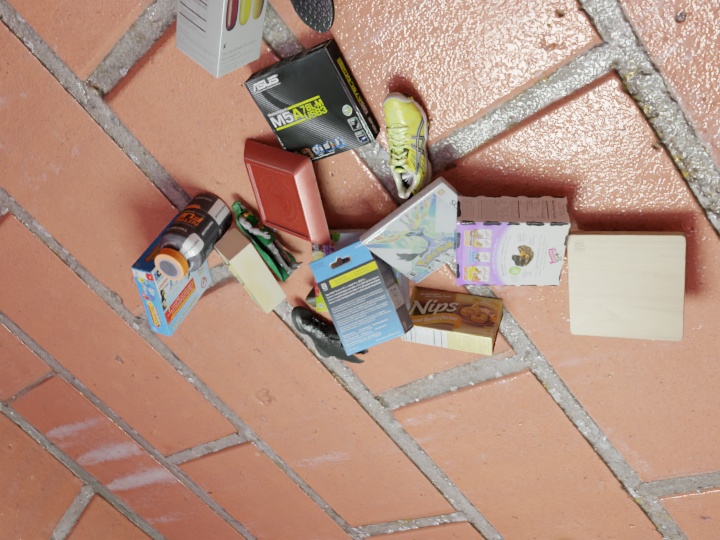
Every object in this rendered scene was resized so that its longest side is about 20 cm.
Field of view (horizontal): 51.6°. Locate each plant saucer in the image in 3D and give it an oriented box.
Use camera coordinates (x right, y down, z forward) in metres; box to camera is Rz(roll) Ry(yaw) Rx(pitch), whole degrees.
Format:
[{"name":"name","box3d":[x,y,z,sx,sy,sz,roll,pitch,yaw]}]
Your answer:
[{"name":"plant saucer","box3d":[-0.157,-0.150,1.506,0.198,0.037,0.202,23,138,40]}]

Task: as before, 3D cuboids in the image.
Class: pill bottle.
[{"name":"pill bottle","box3d":[-0.367,-0.069,1.621,0.104,0.201,0.107,13,135,14]}]

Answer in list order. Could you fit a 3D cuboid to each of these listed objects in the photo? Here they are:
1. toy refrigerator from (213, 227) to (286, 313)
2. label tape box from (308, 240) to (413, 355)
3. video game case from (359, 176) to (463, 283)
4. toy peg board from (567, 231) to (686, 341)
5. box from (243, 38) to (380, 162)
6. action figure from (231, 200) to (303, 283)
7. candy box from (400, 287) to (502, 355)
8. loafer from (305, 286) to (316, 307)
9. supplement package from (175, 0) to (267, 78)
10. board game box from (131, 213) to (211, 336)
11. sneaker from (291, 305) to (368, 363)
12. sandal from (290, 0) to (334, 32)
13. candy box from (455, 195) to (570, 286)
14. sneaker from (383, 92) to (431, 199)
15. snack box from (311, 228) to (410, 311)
[{"name":"toy refrigerator","box3d":[-0.247,0.005,1.671,0.076,0.070,0.201,39,164,39]},{"name":"label tape box","box3d":[0.002,0.049,1.486,0.142,0.063,0.203,-22,93,27]},{"name":"video game case","box3d":[0.128,-0.070,1.412,0.199,0.022,0.181,-35,134,24]},{"name":"toy peg board","box3d":[0.487,0.011,1.362,0.196,0.098,0.203,2,114,24]},{"name":"box","box3d":[-0.089,-0.304,1.381,0.197,0.048,0.195,-11,126,33]},{"name":"action figure","box3d":[-0.210,-0.072,1.627,0.055,0.118,0.200,-41,96,18]},{"name":"candy box","box3d":[0.191,0.104,1.559,0.196,0.116,0.056,7,132,20]},{"name":"loafer","box3d":[-0.035,0.062,1.664,0.197,0.076,0.070,-7,122,31]},{"name":"supplement package","box3d":[-0.232,-0.452,1.250,0.109,0.113,0.202,37,140,17]},{"name":"board game box","box3d":[-0.431,0.010,1.725,0.055,0.201,0.198,12,133,17]},{"name":"sneaker","box3d":[-0.073,0.152,1.779,0.103,0.061,0.201,-11,129,35]},{"name":"sandal","box3d":[-0.099,-0.490,1.226,0.075,0.048,0.202,-27,101,42]},{"name":"candy box","box3d":[0.273,-0.052,1.364,0.196,0.072,0.169,1,138,7]},{"name":"sneaker","box3d":[0.084,-0.221,1.337,0.074,0.077,0.202,1,128,27]},{"name":"snack box","box3d":[0.000,0.000,1.550,0.196,0.068,0.172,0,101,24]}]
